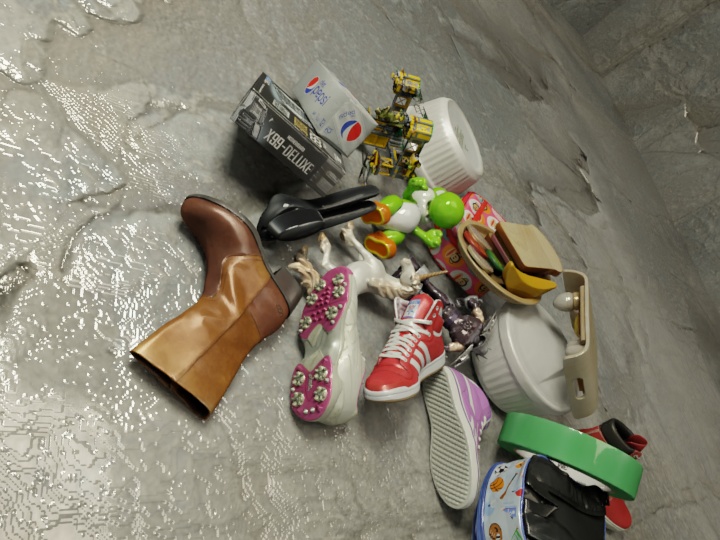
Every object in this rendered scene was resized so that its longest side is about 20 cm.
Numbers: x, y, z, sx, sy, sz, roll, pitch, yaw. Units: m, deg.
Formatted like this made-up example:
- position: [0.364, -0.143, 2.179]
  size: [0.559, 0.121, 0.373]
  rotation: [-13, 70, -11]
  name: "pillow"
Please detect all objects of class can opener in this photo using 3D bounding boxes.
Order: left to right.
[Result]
- position: [-0.054, -0.078, 0.781]
  size: [0.199, 0.064, 0.079]
  rotation: [-19, 59, -38]
  name: "can opener"

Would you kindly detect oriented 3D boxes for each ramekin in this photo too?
- position: [0.164, -0.239, 1.090]
  size: [0.202, 0.094, 0.204]
  rotation: [41, 38, -42]
  name: "ramekin"
- position: [0.275, 0.155, 0.953]
  size: [0.201, 0.094, 0.204]
  rotation: [27, 46, -32]
  name: "ramekin"

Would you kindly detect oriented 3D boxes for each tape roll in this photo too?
- position: [0.305, 0.274, 0.829]
  size: [0.200, 0.200, 0.048]
  rotation: [33, 71, -26]
  name: "tape roll"

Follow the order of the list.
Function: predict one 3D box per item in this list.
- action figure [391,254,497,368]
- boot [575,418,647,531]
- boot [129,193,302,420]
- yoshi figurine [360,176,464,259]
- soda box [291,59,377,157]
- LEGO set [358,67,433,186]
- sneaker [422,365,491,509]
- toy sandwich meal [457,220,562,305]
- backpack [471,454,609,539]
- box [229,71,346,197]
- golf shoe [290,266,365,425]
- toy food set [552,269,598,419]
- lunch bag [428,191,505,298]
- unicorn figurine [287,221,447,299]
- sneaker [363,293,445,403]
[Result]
- position: [0.131, 0.066, 0.880]
  size: [0.200, 0.069, 0.130]
  rotation: [45, 56, 1]
  name: "action figure"
- position: [0.448, 0.354, 0.966]
  size: [0.201, 0.144, 0.072]
  rotation: [56, 37, -2]
  name: "boot"
- position: [-0.179, 0.030, 0.618]
  size: [0.189, 0.068, 0.200]
  rotation: [54, 45, -15]
  name: "boot"
- position: [0.099, -0.091, 0.917]
  size: [0.199, 0.113, 0.112]
  rotation: [-28, 75, -40]
  name: "yoshi figurine"
- position: [-0.044, -0.253, 0.858]
  size: [0.063, 0.068, 0.200]
  rotation: [34, 17, -35]
  name: "soda box"
- position: [0.036, -0.250, 0.949]
  size: [0.115, 0.154, 0.201]
  rotation: [9, 54, -18]
  name: "LEGO set"
- position: [0.156, 0.238, 0.800]
  size: [0.114, 0.072, 0.202]
  rotation: [28, 46, -35]
  name: "sneaker"
- position: [0.251, -0.026, 0.936]
  size: [0.204, 0.070, 0.206]
  rotation: [28, 34, -21]
  name: "toy sandwich meal"
- position: [0.235, 0.344, 0.742]
  size: [0.191, 0.153, 0.201]
  rotation: [50, 35, -22]
  name: "backpack"
- position: [-0.098, -0.198, 0.794]
  size: [0.157, 0.050, 0.200]
  rotation: [39, 16, -20]
  name: "box"
- position: [-0.031, 0.095, 0.703]
  size: [0.091, 0.075, 0.202]
  rotation: [36, 55, -43]
  name: "golf shoe"
- position: [0.344, 0.115, 0.903]
  size: [0.201, 0.060, 0.144]
  rotation: [-66, 143, -45]
  name: "toy food set"
- position: [0.208, -0.060, 1.064]
  size: [0.176, 0.082, 0.200]
  rotation: [46, 40, -6]
  name: "lunch bag"
- position: [0.000, 0.000, 0.798]
  size: [0.199, 0.074, 0.138]
  rotation: [-29, 82, -24]
  name: "unicorn figurine"
- position: [0.060, 0.096, 0.748]
  size: [0.200, 0.071, 0.114]
  rotation: [-21, 111, -60]
  name: "sneaker"
